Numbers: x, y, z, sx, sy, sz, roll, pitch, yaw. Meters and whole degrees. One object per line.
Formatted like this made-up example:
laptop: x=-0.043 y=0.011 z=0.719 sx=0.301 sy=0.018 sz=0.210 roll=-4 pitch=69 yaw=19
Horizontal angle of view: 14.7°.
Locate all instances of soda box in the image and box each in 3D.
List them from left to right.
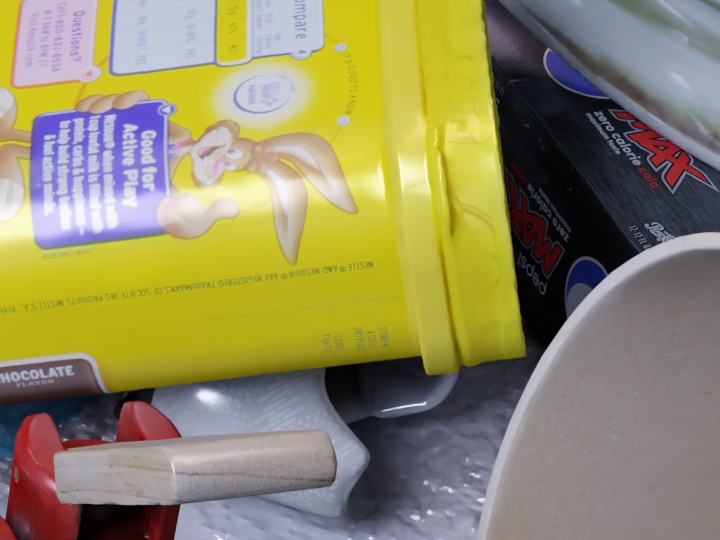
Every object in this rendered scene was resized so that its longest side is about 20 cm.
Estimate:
soda box: x=0.083 y=-0.015 z=0.882 sx=0.063 sy=0.071 sz=0.200 roll=-9 pitch=43 yaw=-24

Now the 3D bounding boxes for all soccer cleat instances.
soccer cleat: x=0.000 y=0.000 z=0.847 sx=0.086 sy=0.070 sz=0.200 roll=24 pitch=46 yaw=8

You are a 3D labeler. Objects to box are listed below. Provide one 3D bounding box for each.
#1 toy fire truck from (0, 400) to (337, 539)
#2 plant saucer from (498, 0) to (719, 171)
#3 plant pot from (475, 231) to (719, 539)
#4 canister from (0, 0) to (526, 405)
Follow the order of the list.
toy fire truck: x=-0.093 y=0.087 z=0.600 sx=0.175 sy=0.201 sz=0.129 roll=-20 pitch=48 yaw=-35
plant saucer: x=0.086 y=-0.096 z=0.774 sx=0.200 sy=0.200 sz=0.050 roll=36 pitch=80 yaw=26
plant pot: x=0.157 y=0.099 z=0.701 sx=0.199 sy=0.188 sz=0.188 roll=10 pitch=36 yaw=-27
canister: x=-0.060 y=-0.030 z=0.765 sx=0.198 sy=0.087 sz=0.149 roll=-7 pitch=40 yaw=4
